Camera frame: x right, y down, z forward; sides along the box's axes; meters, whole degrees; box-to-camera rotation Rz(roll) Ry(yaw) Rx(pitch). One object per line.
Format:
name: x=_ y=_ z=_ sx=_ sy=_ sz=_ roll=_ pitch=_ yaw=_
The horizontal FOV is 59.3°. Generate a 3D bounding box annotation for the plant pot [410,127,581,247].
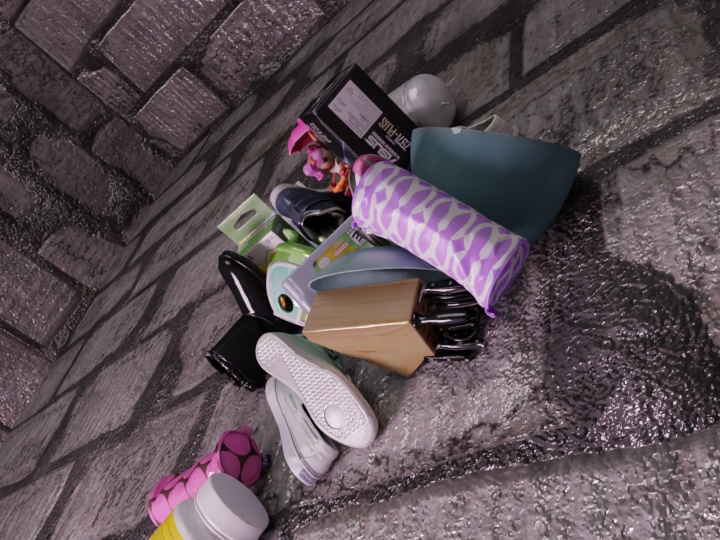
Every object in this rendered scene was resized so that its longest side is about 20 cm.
plant pot: x=0.149 y=-0.083 z=0.754 sx=0.200 sy=0.198 sz=0.137 roll=20 pitch=103 yaw=63

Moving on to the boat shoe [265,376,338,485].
boat shoe: x=-0.073 y=0.196 z=0.848 sx=0.065 sy=0.074 sz=0.200 roll=-41 pitch=36 yaw=5

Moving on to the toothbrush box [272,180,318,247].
toothbrush box: x=-0.148 y=-0.072 z=1.303 sx=0.200 sy=0.085 sz=0.146 roll=-47 pitch=25 yaw=2

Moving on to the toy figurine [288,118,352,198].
toy figurine: x=-0.032 y=-0.181 z=1.049 sx=0.150 sy=0.182 sz=0.202 roll=129 pitch=151 yaw=-56

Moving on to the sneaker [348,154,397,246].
sneaker: x=0.025 y=-0.075 z=0.816 sx=0.087 sy=0.200 sz=0.074 roll=19 pitch=71 yaw=38

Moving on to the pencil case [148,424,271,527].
pencil case: x=-0.224 y=0.302 z=0.914 sx=0.199 sy=0.090 sz=0.094 roll=-37 pitch=36 yaw=29

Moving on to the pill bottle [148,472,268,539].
pill bottle: x=-0.212 y=0.360 z=0.783 sx=0.201 sy=0.114 sz=0.114 roll=-51 pitch=25 yaw=-1

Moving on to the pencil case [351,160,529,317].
pencil case: x=0.077 y=-0.039 z=0.663 sx=0.199 sy=0.084 sz=0.086 roll=34 pitch=106 yaw=27

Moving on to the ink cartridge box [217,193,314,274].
ink cartridge box: x=-0.150 y=-0.026 z=1.107 sx=0.103 sy=0.200 sz=0.060 roll=-36 pitch=26 yaw=26

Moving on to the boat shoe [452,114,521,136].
boat shoe: x=0.155 y=-0.195 z=0.996 sx=0.199 sy=0.069 sz=0.071 roll=-19 pitch=40 yaw=48

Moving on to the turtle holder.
turtle holder: x=-0.061 y=0.027 z=0.998 sx=0.141 sy=0.183 sz=0.133 roll=82 pitch=-152 yaw=-80

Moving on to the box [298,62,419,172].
box: x=0.019 y=-0.182 z=0.897 sx=0.086 sy=0.200 sz=0.164 roll=-48 pitch=17 yaw=0

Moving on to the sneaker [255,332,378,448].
sneaker: x=-0.032 y=0.141 z=0.825 sx=0.200 sy=0.118 sz=0.074 roll=38 pitch=110 yaw=27

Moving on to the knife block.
knife block: x=0.046 y=0.048 z=0.730 sx=0.176 sy=0.198 sz=0.065 roll=115 pitch=175 yaw=-54

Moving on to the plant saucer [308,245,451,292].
plant saucer: x=0.034 y=0.001 z=0.785 sx=0.200 sy=0.199 sz=0.039 roll=-16 pitch=70 yaw=49

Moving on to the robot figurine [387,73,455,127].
robot figurine: x=0.094 y=-0.284 z=1.165 sx=0.199 sy=0.112 sz=0.172 roll=-23 pitch=53 yaw=43

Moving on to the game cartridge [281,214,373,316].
game cartridge: x=0.000 y=0.000 z=0.910 sx=0.200 sy=0.133 sz=0.040 roll=-44 pitch=-5 yaw=-2

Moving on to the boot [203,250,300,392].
boot: x=-0.196 y=0.088 z=1.044 sx=0.073 sy=0.198 sz=0.163 roll=-12 pitch=37 yaw=55

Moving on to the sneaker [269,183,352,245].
sneaker: x=-0.039 y=-0.095 z=1.098 sx=0.146 sy=0.200 sz=0.078 roll=36 pitch=121 yaw=48
